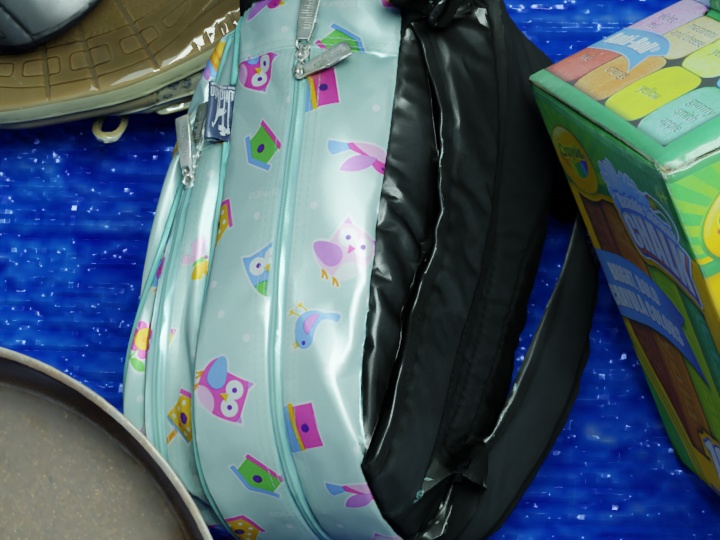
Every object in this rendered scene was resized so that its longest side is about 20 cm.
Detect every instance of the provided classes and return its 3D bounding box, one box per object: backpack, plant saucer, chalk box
[{"bbox_3d":[0.000,0.000,0.857,0.126,0.167,0.201,-2,66,31],"label":"backpack"},{"bbox_3d":[-0.128,0.118,0.831,0.199,0.034,0.201,3,101,18],"label":"plant saucer"},{"bbox_3d":[0.142,-0.028,0.806,0.124,0.125,0.201,-27,111,-6],"label":"chalk box"}]

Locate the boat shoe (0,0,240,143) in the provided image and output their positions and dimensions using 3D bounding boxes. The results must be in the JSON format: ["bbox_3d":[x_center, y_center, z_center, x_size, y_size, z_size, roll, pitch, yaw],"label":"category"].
[{"bbox_3d":[-0.059,-0.091,0.941,0.199,0.063,0.074,-16,59,3],"label":"boat shoe"}]

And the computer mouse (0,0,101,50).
[{"bbox_3d":[-0.184,-0.127,0.944,0.140,0.046,0.200,-40,46,-10],"label":"computer mouse"}]
